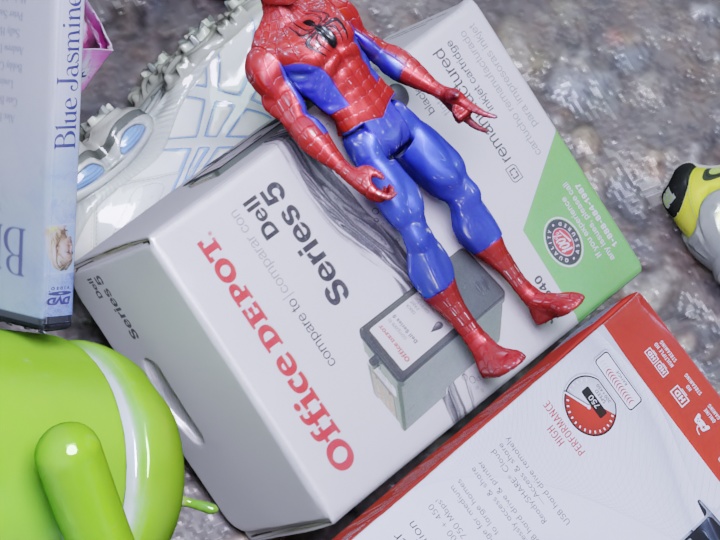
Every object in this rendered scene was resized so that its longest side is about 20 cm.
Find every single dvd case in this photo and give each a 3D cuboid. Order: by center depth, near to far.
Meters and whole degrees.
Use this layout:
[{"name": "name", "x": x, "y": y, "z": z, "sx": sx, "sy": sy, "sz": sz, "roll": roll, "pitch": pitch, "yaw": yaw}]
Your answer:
[{"name": "dvd case", "x": -0.163, "y": -0.084, "z": 1.144, "sx": 0.018, "sy": 0.143, "sz": 0.200, "roll": -7, "pitch": 103, "yaw": -47}]

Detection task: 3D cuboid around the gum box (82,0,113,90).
[{"name": "gum box", "x": -0.201, "y": -0.132, "z": 1.237, "sx": 0.066, "sy": 0.114, "sz": 0.200, "roll": -4, "pitch": 53, "yaw": -46}]

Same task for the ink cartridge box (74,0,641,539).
[{"name": "ink cartridge box", "x": 0.000, "y": 0.000, "z": 1.227, "sx": 0.200, "sy": 0.084, "sz": 0.146, "roll": -38, "pitch": 100, "yaw": -29}]

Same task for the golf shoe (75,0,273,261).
[{"name": "golf shoe", "x": -0.064, "y": -0.058, "z": 1.288, "sx": 0.097, "sy": 0.078, "sz": 0.200, "roll": 48, "pitch": 66, "yaw": -6}]

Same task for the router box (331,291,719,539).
[{"name": "router box", "x": 0.100, "y": 0.139, "z": 1.073, "sx": 0.179, "sy": 0.049, "sz": 0.200, "roll": -39, "pitch": 92, "yaw": -35}]

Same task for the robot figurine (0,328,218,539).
[{"name": "robot figurine", "x": -0.156, "y": 0.080, "z": 1.129, "sx": 0.200, "sy": 0.175, "sz": 0.116, "roll": 8, "pitch": 100, "yaw": -41}]

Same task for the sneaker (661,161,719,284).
[{"name": "sneaker", "x": 0.225, "y": -0.068, "z": 1.356, "sx": 0.076, "sy": 0.075, "sz": 0.200, "roll": 44, "pitch": 59, "yaw": 11}]

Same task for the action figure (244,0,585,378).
[{"name": "action figure", "x": 0.014, "y": -0.051, "z": 1.170, "sx": 0.065, "sy": 0.052, "sz": 0.200, "roll": -42, "pitch": 98, "yaw": -24}]
